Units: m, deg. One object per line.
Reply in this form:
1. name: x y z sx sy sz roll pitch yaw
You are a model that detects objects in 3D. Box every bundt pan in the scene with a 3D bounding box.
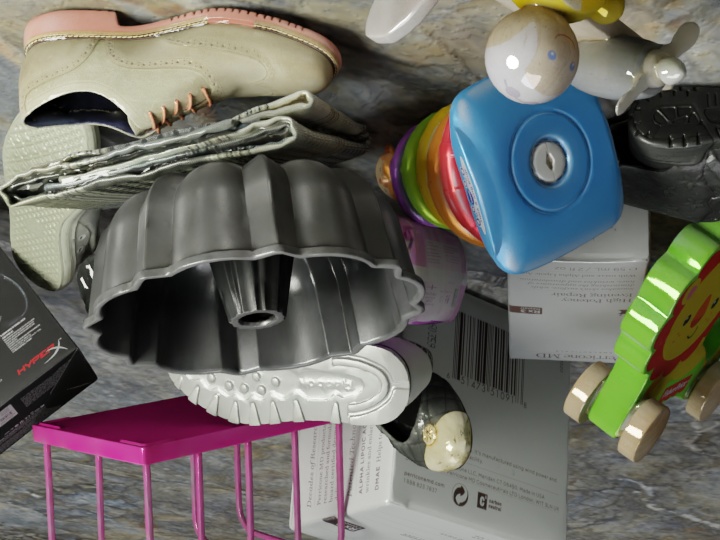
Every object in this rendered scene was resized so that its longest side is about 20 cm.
1. bundt pan: -0.063 -0.006 0.925 0.199 0.077 0.202 -6 159 -2

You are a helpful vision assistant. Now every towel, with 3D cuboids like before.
1. towel: -0.102 -0.072 0.985 0.190 0.035 0.200 -11 180 12

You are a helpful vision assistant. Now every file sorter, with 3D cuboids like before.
1. file sorter: -0.122 0.168 1.186 0.199 0.127 0.138 -8 -172 -44

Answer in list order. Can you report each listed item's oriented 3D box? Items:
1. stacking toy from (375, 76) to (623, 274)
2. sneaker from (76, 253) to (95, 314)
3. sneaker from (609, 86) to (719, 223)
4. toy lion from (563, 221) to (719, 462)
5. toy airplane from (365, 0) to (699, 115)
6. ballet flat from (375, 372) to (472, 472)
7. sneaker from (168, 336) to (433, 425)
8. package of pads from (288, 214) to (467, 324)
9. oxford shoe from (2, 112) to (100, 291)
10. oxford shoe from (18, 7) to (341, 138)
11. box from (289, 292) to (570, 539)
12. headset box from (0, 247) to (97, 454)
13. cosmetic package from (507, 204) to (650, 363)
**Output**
1. stacking toy: 0.062 -0.065 1.009 0.109 0.117 0.199 -25 -167 -27
2. sneaker: -0.134 -0.002 1.124 0.079 0.076 0.199 -29 180 -39
3. sneaker: 0.234 -0.070 0.999 0.198 0.061 0.104 6 156 11
4. toy lion: 0.236 0.032 1.132 0.068 0.193 0.199 36 -153 24
5. toy airplane: 0.073 -0.142 0.758 0.198 0.143 0.200 5 157 1
6. ballet flat: 0.016 0.088 1.179 0.056 0.067 0.200 17 -163 -41
7. sneaker: -0.047 0.067 1.137 0.198 0.077 0.080 10 -162 18
8. package of pads: 0.000 0.000 1.103 0.119 0.077 0.200 5 179 14
9. oxford shoe: -0.211 -0.063 1.118 0.075 0.058 0.201 34 144 11
10. oxford shoe: -0.110 -0.111 0.954 0.198 0.075 0.071 0 154 10
11. box: 0.061 0.132 1.314 0.198 0.202 0.130 22 151 -34
12. headset box: -0.315 0.041 1.170 0.148 0.200 0.077 -38 160 -12
13. cosmetic package: 0.157 0.002 1.158 0.100 0.075 0.200 1 155 8
